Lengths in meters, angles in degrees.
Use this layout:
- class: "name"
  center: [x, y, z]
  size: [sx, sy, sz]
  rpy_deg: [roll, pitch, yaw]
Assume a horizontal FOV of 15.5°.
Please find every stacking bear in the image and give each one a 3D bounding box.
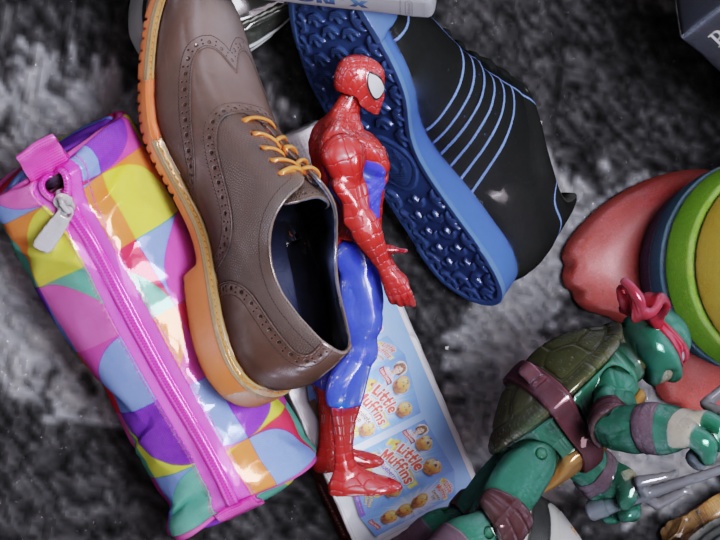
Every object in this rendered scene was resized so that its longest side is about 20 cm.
- class: "stacking bear"
  center: [0.201, 0.001, 1.255]
  size: [0.114, 0.200, 0.121]
  rpy_deg: [-45, 103, -14]

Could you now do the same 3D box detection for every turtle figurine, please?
- class: "turtle figurine"
  center: [0.101, 0.082, 1.198]
  size: [0.200, 0.150, 0.101]
  rpy_deg: [-40, 77, -9]

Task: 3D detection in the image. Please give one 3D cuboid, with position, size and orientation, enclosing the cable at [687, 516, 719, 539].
- class: "cable"
  center: [0.112, 0.188, 1.287]
  size: [0.200, 0.050, 0.097]
  rpy_deg: [-53, 131, -8]

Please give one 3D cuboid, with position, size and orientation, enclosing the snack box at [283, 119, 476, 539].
- class: "snack box"
  center: [-0.012, 0.033, 1.272]
  size: [0.072, 0.024, 0.200]
  rpy_deg: [-26, 98, -17]

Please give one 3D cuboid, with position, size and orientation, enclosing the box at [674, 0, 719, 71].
- class: "box"
  center: [0.284, -0.141, 1.259]
  size: [0.198, 0.123, 0.200]
  rpy_deg: [38, 120, -24]

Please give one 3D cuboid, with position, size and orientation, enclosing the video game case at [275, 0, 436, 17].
- class: "video game case"
  center: [-0.044, -0.218, 1.204]
  size: [0.182, 0.022, 0.200]
  rpy_deg: [7, 71, 3]

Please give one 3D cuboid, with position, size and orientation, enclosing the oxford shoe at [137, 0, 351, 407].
- class: "oxford shoe"
  center: [-0.045, -0.044, 1.179]
  size: [0.071, 0.073, 0.200]
  rpy_deg: [-5, 78, -48]

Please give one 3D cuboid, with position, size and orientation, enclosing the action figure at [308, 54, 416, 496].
- class: "action figure"
  center: [0.000, 0.000, 1.214]
  size: [0.052, 0.065, 0.200]
  rpy_deg: [-4, 104, -6]

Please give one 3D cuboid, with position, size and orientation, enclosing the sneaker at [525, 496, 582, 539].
- class: "sneaker"
  center: [0.028, 0.179, 1.270]
  size: [0.200, 0.074, 0.080]
  rpy_deg: [-36, 87, -21]

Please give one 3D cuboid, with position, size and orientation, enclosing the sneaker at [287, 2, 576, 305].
- class: "sneaker"
  center: [0.037, -0.080, 1.257]
  size: [0.078, 0.070, 0.200]
  rpy_deg: [-47, 124, -28]

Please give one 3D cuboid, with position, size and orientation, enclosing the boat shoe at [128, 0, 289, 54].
- class: "boat shoe"
  center: [-0.027, -0.168, 1.248]
  size: [0.200, 0.064, 0.071]
  rpy_deg: [-44, 103, -14]

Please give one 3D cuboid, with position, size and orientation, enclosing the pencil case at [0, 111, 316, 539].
- class: "pencil case"
  center: [-0.098, 0.024, 1.211]
  size: [0.088, 0.088, 0.200]
  rpy_deg: [-33, 100, -17]

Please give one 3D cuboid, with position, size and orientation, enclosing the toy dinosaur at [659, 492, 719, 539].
- class: "toy dinosaur"
  center: [0.238, 0.089, 1.342]
  size: [0.106, 0.060, 0.200]
  rpy_deg: [46, 75, -12]
